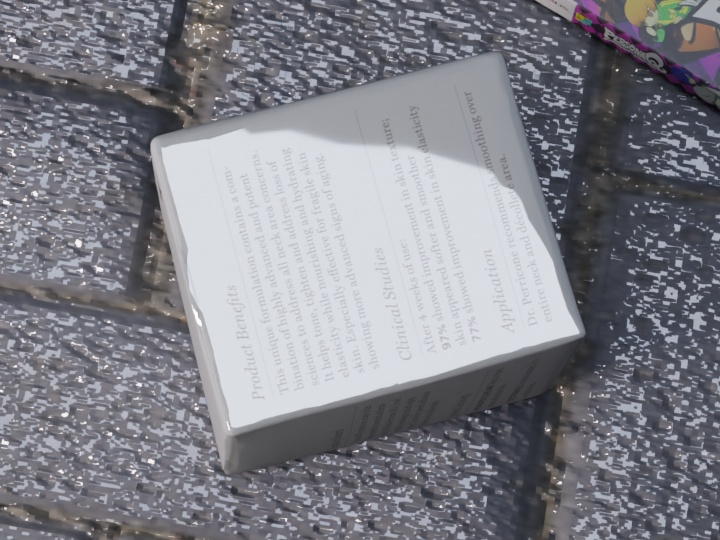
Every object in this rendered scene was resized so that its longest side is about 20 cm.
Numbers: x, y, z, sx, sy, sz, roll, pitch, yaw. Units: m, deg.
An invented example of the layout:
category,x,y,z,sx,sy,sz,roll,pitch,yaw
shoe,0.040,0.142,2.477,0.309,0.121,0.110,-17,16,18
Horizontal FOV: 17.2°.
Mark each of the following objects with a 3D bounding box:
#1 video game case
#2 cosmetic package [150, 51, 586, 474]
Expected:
category,x,y,z,sx,sy,sz,roll,pitch,yaw
video game case,0.218,-0.210,1.436,0.180,0.036,0.201,32,79,6
cosmetic package,0.000,0.000,1.319,0.198,0.166,0.169,-14,79,-6
